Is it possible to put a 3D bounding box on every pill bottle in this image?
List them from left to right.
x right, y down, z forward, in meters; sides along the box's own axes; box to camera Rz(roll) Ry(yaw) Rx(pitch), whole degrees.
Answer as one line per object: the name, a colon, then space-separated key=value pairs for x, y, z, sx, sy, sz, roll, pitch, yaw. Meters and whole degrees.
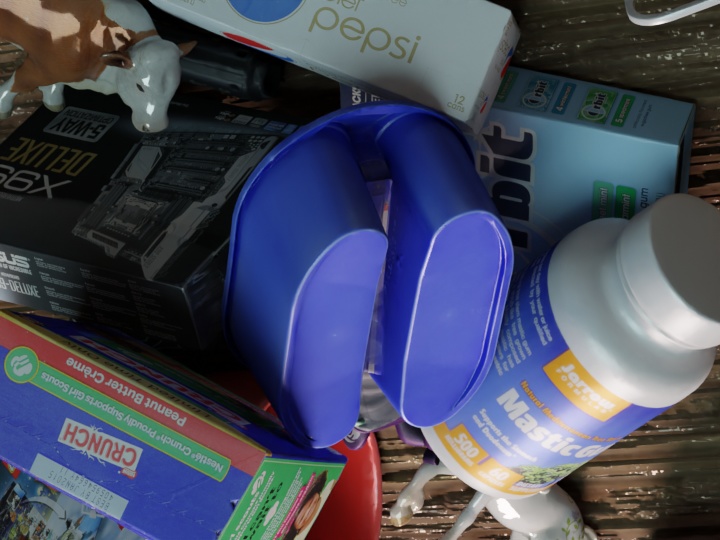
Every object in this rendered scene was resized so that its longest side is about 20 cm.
pill bottle: x=0.128 y=0.040 z=1.541 sx=0.112 sy=0.112 sz=0.200 roll=40 pitch=134 yaw=-12

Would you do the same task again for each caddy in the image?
caddy: x=0.000 y=0.000 z=1.496 sx=0.141 sy=0.105 sz=0.200 roll=-9 pitch=134 yaw=-21

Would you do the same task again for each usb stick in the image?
usb stick: x=-0.145 y=-0.139 z=1.617 sx=0.199 sy=0.055 sz=0.033 roll=17 pitch=91 yaw=11

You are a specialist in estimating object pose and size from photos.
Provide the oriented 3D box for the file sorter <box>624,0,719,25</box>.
file sorter: x=0.152 y=-0.237 z=1.313 sx=0.138 sy=0.125 sz=0.200 roll=-19 pitch=121 yaw=14

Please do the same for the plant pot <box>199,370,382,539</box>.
plant pot: x=-0.109 y=0.152 z=1.773 sx=0.177 sy=0.201 sz=0.201 roll=8 pitch=133 yaw=32

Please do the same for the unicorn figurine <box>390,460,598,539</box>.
unicorn figurine: x=0.094 y=0.141 z=1.728 sx=0.074 sy=0.137 sz=0.200 roll=48 pitch=176 yaw=38

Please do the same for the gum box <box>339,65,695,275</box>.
gum box: x=0.088 y=-0.039 z=1.599 sx=0.199 sy=0.045 sz=0.170 roll=12 pitch=133 yaw=14

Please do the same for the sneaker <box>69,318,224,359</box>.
sneaker: x=-0.126 y=0.032 z=1.741 sx=0.079 sy=0.075 sz=0.200 roll=41 pitch=134 yaw=-16

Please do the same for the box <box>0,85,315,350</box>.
box: x=-0.131 y=-0.038 z=1.595 sx=0.200 sy=0.158 sz=0.050 roll=13 pitch=135 yaw=33

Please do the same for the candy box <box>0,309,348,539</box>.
candy box: x=-0.114 y=0.093 z=1.508 sx=0.169 sy=0.200 sz=0.077 roll=28 pitch=93 yaw=13

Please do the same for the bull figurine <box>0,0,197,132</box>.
bull figurine: x=-0.186 y=-0.146 z=1.554 sx=0.200 sy=0.065 sz=0.121 roll=46 pitch=133 yaw=-4

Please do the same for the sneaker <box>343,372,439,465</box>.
sneaker: x=-0.014 y=0.058 z=1.643 sx=0.200 sy=0.088 sz=0.074 roll=18 pitch=173 yaw=-33

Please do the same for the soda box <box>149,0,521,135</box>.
soda box: x=-0.016 y=-0.143 z=1.517 sx=0.200 sy=0.068 sz=0.064 roll=22 pitch=179 yaw=10

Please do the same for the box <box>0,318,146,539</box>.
box: x=-0.173 y=0.149 z=1.691 sx=0.137 sy=0.038 sz=0.200 roll=46 pitch=115 yaw=33
